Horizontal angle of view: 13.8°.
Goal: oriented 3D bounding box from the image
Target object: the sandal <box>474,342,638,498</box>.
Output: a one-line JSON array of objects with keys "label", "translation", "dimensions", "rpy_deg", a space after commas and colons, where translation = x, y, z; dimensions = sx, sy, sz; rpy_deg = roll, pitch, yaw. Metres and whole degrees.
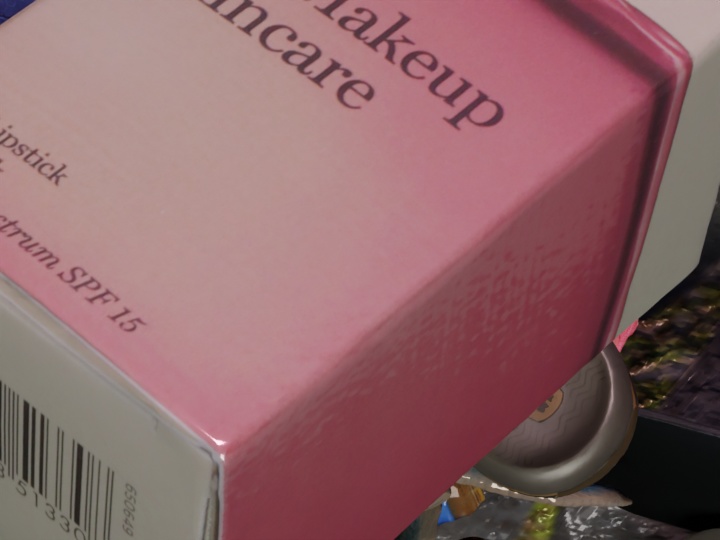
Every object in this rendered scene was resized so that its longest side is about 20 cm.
[{"label": "sandal", "translation": [0.000, 0.000, 0.950], "dimensions": [0.082, 0.200, 0.055], "rpy_deg": [-50, 166, 4]}]

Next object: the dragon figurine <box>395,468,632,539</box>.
[{"label": "dragon figurine", "translation": [-0.007, 0.055, 1.060], "dimensions": [0.199, 0.100, 0.059], "rpy_deg": [-9, 146, -2]}]

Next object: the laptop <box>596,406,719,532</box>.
[{"label": "laptop", "translation": [0.177, 0.040, 1.066], "dimensions": [0.200, 0.103, 0.177], "rpy_deg": [-37, 155, 3]}]

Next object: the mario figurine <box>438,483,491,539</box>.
[{"label": "mario figurine", "translation": [-0.050, 0.114, 1.124], "dimensions": [0.199, 0.124, 0.106], "rpy_deg": [-16, 155, -3]}]

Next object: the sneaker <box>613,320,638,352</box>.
[{"label": "sneaker", "translation": [0.000, 0.007, 1.003], "dimensions": [0.199, 0.087, 0.074], "rpy_deg": [-8, 138, 7]}]

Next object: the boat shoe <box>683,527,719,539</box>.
[{"label": "boat shoe", "translation": [0.136, 0.159, 1.158], "dimensions": [0.070, 0.072, 0.201], "rpy_deg": [18, 153, -7]}]

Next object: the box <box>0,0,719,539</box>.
[{"label": "box", "translation": [-0.015, -0.015, 0.733], "dimensions": [0.128, 0.200, 0.109], "rpy_deg": [36, 145, 21]}]

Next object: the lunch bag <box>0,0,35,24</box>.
[{"label": "lunch bag", "translation": [-0.115, -0.087, 0.840], "dimensions": [0.132, 0.136, 0.200], "rpy_deg": [4, 144, 0]}]
